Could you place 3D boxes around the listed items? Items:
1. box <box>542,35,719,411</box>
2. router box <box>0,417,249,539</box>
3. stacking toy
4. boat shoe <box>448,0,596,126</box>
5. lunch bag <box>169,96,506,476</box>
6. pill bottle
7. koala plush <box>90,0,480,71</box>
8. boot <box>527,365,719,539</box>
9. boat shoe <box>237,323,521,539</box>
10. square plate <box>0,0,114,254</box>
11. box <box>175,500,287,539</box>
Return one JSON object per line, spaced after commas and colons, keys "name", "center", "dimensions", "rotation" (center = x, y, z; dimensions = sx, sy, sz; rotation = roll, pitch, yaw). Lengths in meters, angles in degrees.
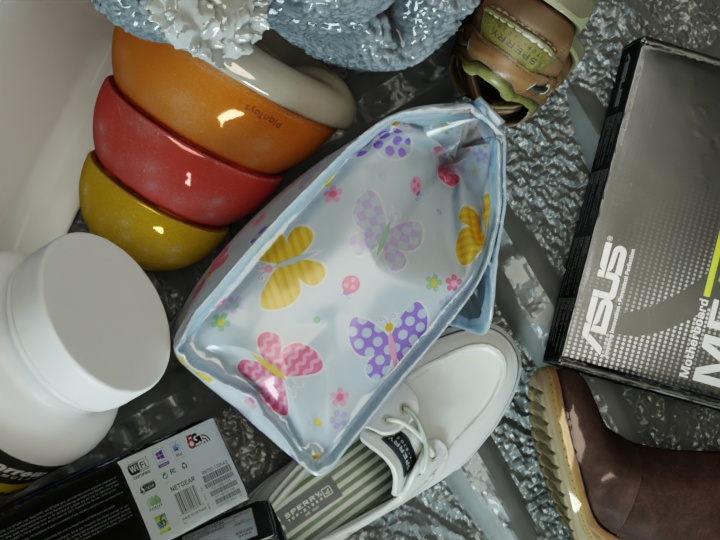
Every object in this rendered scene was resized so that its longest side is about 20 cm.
{"name": "box", "center": [0.225, -0.016, 1.012], "dimensions": [0.193, 0.048, 0.200], "rotation": [16, 87, -10]}
{"name": "router box", "center": [-0.175, 0.143, 0.851], "dimensions": [0.200, 0.149, 0.051], "rotation": [-22, 88, -47]}
{"name": "stacking toy", "center": [-0.109, -0.051, 0.936], "dimensions": [0.146, 0.146, 0.200], "rotation": [32, 101, -7]}
{"name": "boat shoe", "center": [0.076, -0.116, 0.917], "dimensions": [0.072, 0.200, 0.068], "rotation": [32, 90, 7]}
{"name": "lunch bag", "center": [0.000, 0.000, 0.915], "dimensions": [0.127, 0.170, 0.200], "rotation": [40, 83, -6]}
{"name": "pill bottle", "center": [-0.195, 0.060, 0.864], "dimensions": [0.200, 0.112, 0.113], "rotation": [-28, 95, 31]}
{"name": "koala plush", "center": [-0.051, -0.161, 0.795], "dimensions": [0.200, 0.177, 0.184], "rotation": [-24, 136, -37]}
{"name": "boot", "center": [0.197, 0.120, 0.989], "dimensions": [0.166, 0.072, 0.200], "rotation": [-22, 104, -2]}
{"name": "boat shoe", "center": [0.017, 0.105, 0.968], "dimensions": [0.200, 0.067, 0.074], "rotation": [-42, 96, -7]}
{"name": "square plate", "center": [-0.194, -0.082, 0.890], "dimensions": [0.028, 0.200, 0.198], "rotation": [22, 85, 24]}
{"name": "box", "center": [-0.109, 0.233, 0.923], "dimensions": [0.200, 0.044, 0.160], "rotation": [-23, 112, -1]}
